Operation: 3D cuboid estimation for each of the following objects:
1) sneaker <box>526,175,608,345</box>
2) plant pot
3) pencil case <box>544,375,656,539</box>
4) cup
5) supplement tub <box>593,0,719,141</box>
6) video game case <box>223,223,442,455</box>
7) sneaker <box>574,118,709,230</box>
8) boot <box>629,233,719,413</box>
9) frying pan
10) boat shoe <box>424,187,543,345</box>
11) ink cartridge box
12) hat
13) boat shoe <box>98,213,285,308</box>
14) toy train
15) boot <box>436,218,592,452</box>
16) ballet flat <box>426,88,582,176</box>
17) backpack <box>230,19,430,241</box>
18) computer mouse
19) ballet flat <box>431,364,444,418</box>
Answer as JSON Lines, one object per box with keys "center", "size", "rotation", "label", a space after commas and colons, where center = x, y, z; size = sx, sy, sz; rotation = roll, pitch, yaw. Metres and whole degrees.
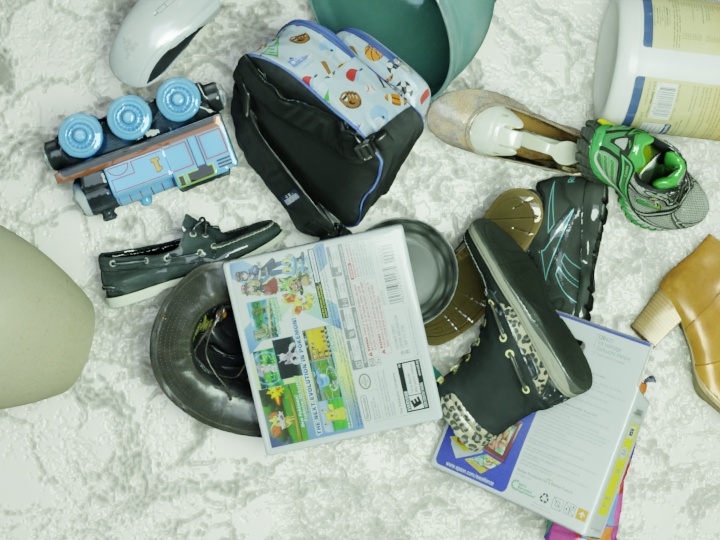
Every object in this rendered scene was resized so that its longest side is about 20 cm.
{"center": [0.212, -0.004, 1.584], "size": [0.079, 0.075, 0.200], "rotation": [8, 83, 13], "label": "sneaker"}
{"center": [0.060, -0.289, 1.530], "size": [0.134, 0.200, 0.200], "rotation": [-39, 90, -29], "label": "plant pot"}
{"center": [0.247, 0.195, 1.566], "size": [0.088, 0.088, 0.200], "rotation": [12, 89, -2], "label": "pencil case"}
{"center": [-0.352, 0.057, 1.508], "size": [0.143, 0.200, 0.201], "rotation": [18, 88, -30], "label": "cup"}
{"center": [0.351, -0.208, 1.548], "size": [0.200, 0.144, 0.145], "rotation": [7, 88, -2], "label": "supplement tub"}
{"center": [-0.027, 0.069, 1.494], "size": [0.182, 0.022, 0.200], "rotation": [-12, 98, 1], "label": "video game case"}
{"center": [0.303, -0.088, 1.539], "size": [0.200, 0.085, 0.078], "rotation": [25, 84, -45], "label": "sneaker"}
{"center": [0.399, 0.071, 1.579], "size": [0.144, 0.071, 0.201], "rotation": [-45, 86, 0], "label": "boot"}
{"center": [0.007, 0.016, 1.534], "size": [0.190, 0.031, 0.115], "rotation": [-20, 82, -2], "label": "frying pan"}
{"center": [0.128, -0.003, 1.567], "size": [0.073, 0.065, 0.200], "rotation": [45, 112, 11], "label": "boat shoe"}
{"center": [0.190, 0.143, 1.532], "size": [0.197, 0.047, 0.200], "rotation": [20, 87, 38], "label": "ink cartridge box"}
{"center": [-0.113, 0.075, 1.551], "size": [0.200, 0.081, 0.201], "rotation": [0, 100, -1], "label": "hat"}
{"center": [-0.180, -0.025, 1.559], "size": [0.199, 0.075, 0.066], "rotation": [-19, 101, 7], "label": "boat shoe"}
{"center": [-0.225, -0.126, 1.556], "size": [0.200, 0.087, 0.114], "rotation": [-21, 95, -3], "label": "toy train"}
{"center": [0.123, 0.067, 1.505], "size": [0.154, 0.073, 0.204], "rotation": [-39, 72, 31], "label": "boot"}
{"center": [0.164, -0.139, 1.539], "size": [0.200, 0.067, 0.068], "rotation": [9, 107, -27], "label": "ballet flat"}
{"center": [-0.034, -0.160, 1.516], "size": [0.190, 0.200, 0.154], "rotation": [38, 57, 5], "label": "backpack"}
{"center": [-0.183, -0.271, 1.527], "size": [0.110, 0.044, 0.200], "rotation": [39, 88, 15], "label": "computer mouse"}
{"center": [0.015, 0.088, 1.572], "size": [0.072, 0.072, 0.200], "rotation": [-43, 87, -3], "label": "ballet flat"}
